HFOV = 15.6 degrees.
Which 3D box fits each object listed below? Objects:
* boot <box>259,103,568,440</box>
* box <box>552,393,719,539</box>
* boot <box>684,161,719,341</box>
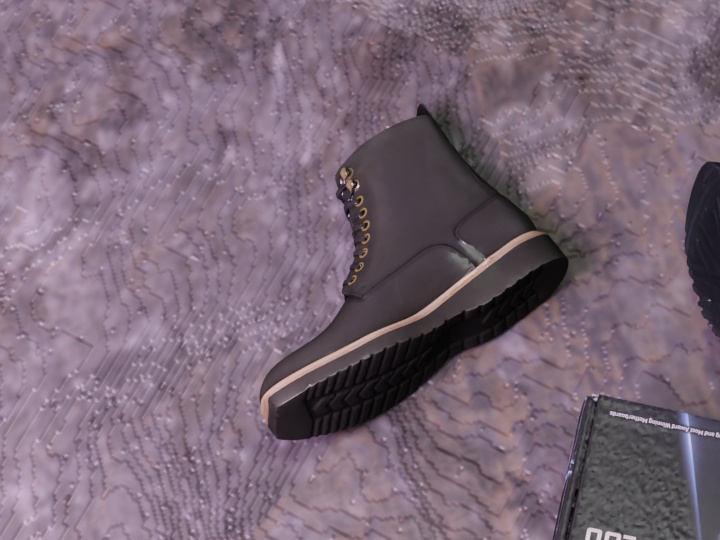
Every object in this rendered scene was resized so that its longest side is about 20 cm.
[{"bbox_3d":[0.000,0.000,1.513,0.200,0.078,0.138,-28,65,-24],"label":"boot"},{"bbox_3d":[0.200,0.173,1.424,0.199,0.086,0.164,13,69,6],"label":"box"},{"bbox_3d":[0.288,0.017,1.495,0.167,0.077,0.200,1,41,-19],"label":"boot"}]
